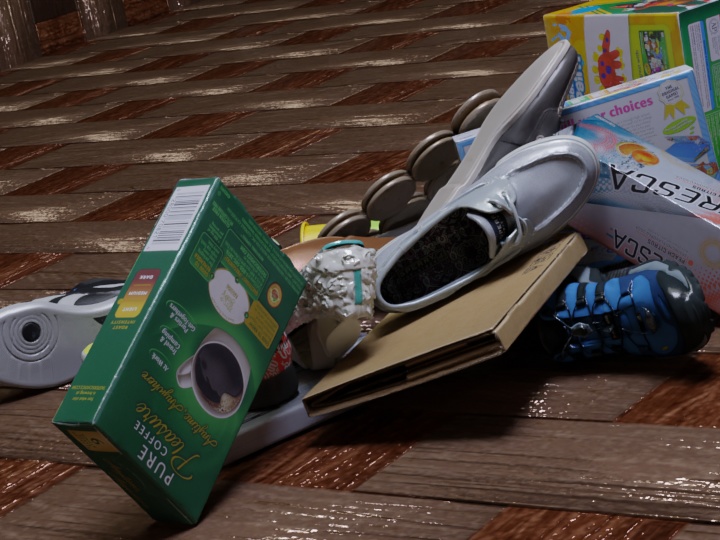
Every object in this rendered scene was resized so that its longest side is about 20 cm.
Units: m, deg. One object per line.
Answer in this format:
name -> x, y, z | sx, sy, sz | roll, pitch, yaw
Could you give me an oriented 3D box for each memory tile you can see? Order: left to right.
memory tile -> 0.055, -0.064, 1.638 | 0.200, 0.017, 0.153 | -40, -24, 4

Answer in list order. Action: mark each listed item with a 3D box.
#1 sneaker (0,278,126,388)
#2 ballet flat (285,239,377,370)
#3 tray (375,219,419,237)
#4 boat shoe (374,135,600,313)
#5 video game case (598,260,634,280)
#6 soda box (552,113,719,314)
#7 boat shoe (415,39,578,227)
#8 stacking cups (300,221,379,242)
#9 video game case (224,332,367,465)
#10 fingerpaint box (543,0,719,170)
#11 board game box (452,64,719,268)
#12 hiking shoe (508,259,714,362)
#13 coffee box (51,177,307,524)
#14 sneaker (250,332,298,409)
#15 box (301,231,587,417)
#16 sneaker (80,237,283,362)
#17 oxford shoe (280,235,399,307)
sneaker -> -0.261, 0.053, 1.676 | 0.199, 0.074, 0.112 | -10, 9, -28
ballet flat -> -0.032, 0.038, 1.426 | 0.071, 0.072, 0.200 | -17, -13, -19
tray -> 0.113, -0.017, 1.646 | 0.199, 0.022, 0.107 | -22, 54, -33
boat shoe -> 0.092, -0.028, 1.417 | 0.200, 0.070, 0.072 | -33, 9, 3
video game case -> 0.271, -0.004, 1.552 | 0.199, 0.019, 0.143 | -7, 16, 15
soda box -> 0.232, -0.040, 1.460 | 0.199, 0.069, 0.063 | 32, 37, 28
boat shoe -> 0.116, -0.086, 1.503 | 0.200, 0.057, 0.067 | -54, 15, -4
stacking cups -> 0.048, -0.026, 1.742 | 0.199, 0.061, 0.061 | -7, 15, 6
video game case -> -0.072, 0.089, 1.472 | 0.199, 0.024, 0.181 | -22, 18, -31
fingerpaint box -> 0.254, -0.134, 1.690 | 0.073, 0.201, 0.166 | -21, 17, -34
board game box -> 0.188, -0.072, 1.562 | 0.199, 0.135, 0.034 | -16, 11, 2
hiking shoe -> 0.174, 0.041, 1.388 | 0.086, 0.075, 0.200 | -28, 10, -25
coffee box -> -0.116, 0.052, 1.281 | 0.044, 0.123, 0.201 | 0, 55, 37
sneaker -> -0.137, 0.042, 1.443 | 0.200, 0.109, 0.067 | 0, 19, 39
box -> 0.064, 0.038, 1.394 | 0.163, 0.021, 0.200 | -22, 11, 29
sneaker -> -0.143, 0.032, 1.613 | 0.199, 0.077, 0.075 | -22, 17, -1
oxford shoe -> 0.000, 0.000, 1.532 | 0.199, 0.072, 0.071 | -9, -10, -7
